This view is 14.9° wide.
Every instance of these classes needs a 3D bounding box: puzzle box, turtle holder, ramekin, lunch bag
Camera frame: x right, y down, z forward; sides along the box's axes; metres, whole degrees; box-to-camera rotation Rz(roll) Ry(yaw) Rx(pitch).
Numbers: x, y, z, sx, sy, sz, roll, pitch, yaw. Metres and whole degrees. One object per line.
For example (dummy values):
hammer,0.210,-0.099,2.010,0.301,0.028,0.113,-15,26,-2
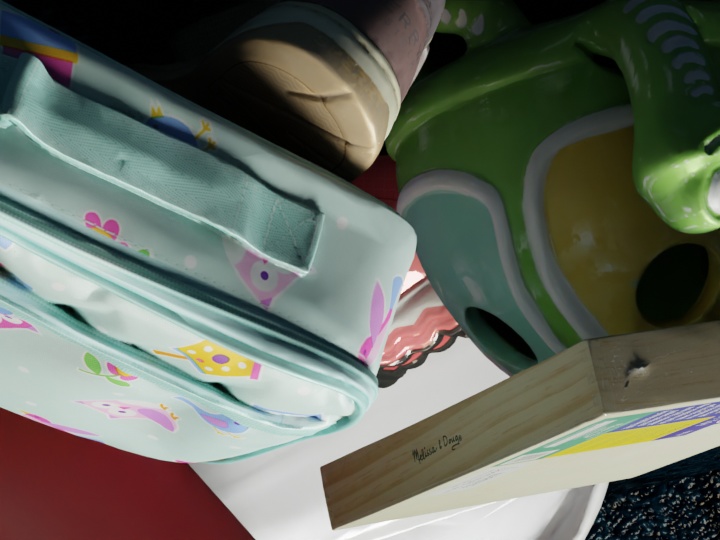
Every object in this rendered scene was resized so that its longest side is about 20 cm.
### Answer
puzzle box,0.086,0.049,0.931,0.132,0.026,0.200,-6,168,-28
turtle holder,0.093,-0.032,0.944,0.140,0.133,0.185,-2,166,-41
ramekin,0.004,0.059,1.182,0.201,0.204,0.094,-10,-170,-11
lunch bag,-0.093,-0.011,0.798,0.199,0.078,0.160,25,162,-23

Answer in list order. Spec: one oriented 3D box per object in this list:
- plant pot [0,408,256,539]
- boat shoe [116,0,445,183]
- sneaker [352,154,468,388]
plant pot,-0.130,0.132,1.065,0.200,0.177,0.201,-46,157,-26
boat shoe,-0.029,-0.057,0.856,0.065,0.072,0.200,-45,-170,-22
sneaker,0.000,0.000,1.089,0.199,0.087,0.074,-28,169,9
